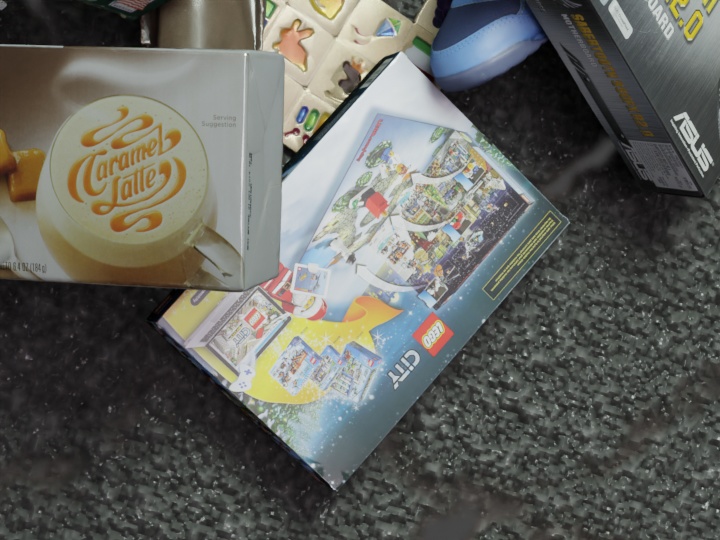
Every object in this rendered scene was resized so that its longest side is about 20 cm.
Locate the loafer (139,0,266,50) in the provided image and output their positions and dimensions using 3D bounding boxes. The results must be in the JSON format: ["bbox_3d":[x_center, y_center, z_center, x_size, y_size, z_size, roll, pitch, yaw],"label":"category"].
[{"bbox_3d":[-0.079,-0.115,0.922,0.073,0.071,0.201,-3,94,-12],"label":"loafer"}]

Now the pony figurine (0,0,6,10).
[{"bbox_3d":[-0.281,-0.182,0.828,0.200,0.193,0.167,-37,142,-6],"label":"pony figurine"}]

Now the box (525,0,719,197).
[{"bbox_3d":[0.167,-0.163,0.956,0.159,0.048,0.200,-54,129,-22],"label":"box"}]

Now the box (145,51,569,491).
[{"bbox_3d":[0.000,0.000,0.963,0.137,0.038,0.200,44,80,-13],"label":"box"}]

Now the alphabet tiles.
[{"bbox_3d":[-0.033,-0.162,0.978,0.200,0.008,0.168,33,81,-12],"label":"alphabet tiles"}]

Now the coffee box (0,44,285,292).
[{"bbox_3d":[-0.142,-0.054,0.860,0.199,0.080,0.115,4,97,10],"label":"coffee box"}]

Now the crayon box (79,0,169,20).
[{"bbox_3d":[-0.154,-0.233,0.861,0.051,0.127,0.201,-24,75,26],"label":"crayon box"}]

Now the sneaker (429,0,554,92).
[{"bbox_3d":[0.087,-0.184,0.969,0.082,0.074,0.200,45,65,-28],"label":"sneaker"}]
